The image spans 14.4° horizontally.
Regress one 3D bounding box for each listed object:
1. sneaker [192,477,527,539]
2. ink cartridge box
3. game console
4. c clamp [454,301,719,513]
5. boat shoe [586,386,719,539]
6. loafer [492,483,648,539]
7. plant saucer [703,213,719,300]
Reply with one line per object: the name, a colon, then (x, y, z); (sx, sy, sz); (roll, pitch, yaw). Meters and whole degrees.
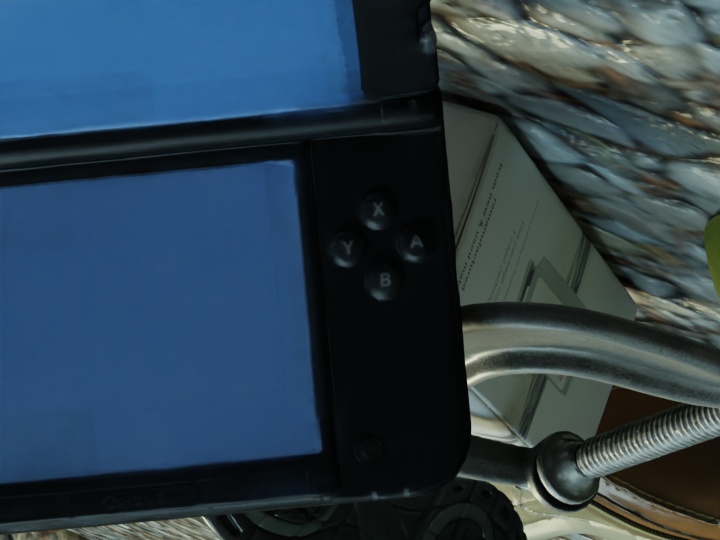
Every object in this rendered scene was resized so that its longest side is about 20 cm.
sneaker: (-0.011, 0.088, 1.084); (0.091, 0.076, 0.200); (24, 168, 48)
ink cartridge box: (0.000, 0.000, 1.011); (0.146, 0.083, 0.200); (17, 168, 23)
game console: (-0.075, -0.012, 0.776); (0.198, 0.177, 0.116); (-5, -177, 3)
c clamp: (0.077, 0.048, 0.900); (0.170, 0.027, 0.200); (16, 160, -28)
boat shoe: (0.170, 0.079, 1.126); (0.199, 0.073, 0.068); (14, 167, -12)
loafer: (0.088, 0.079, 1.287); (0.070, 0.076, 0.199); (42, 155, -30)
plant saucer: (0.201, 0.034, 0.928); (0.199, 0.031, 0.200); (20, 169, 4)
